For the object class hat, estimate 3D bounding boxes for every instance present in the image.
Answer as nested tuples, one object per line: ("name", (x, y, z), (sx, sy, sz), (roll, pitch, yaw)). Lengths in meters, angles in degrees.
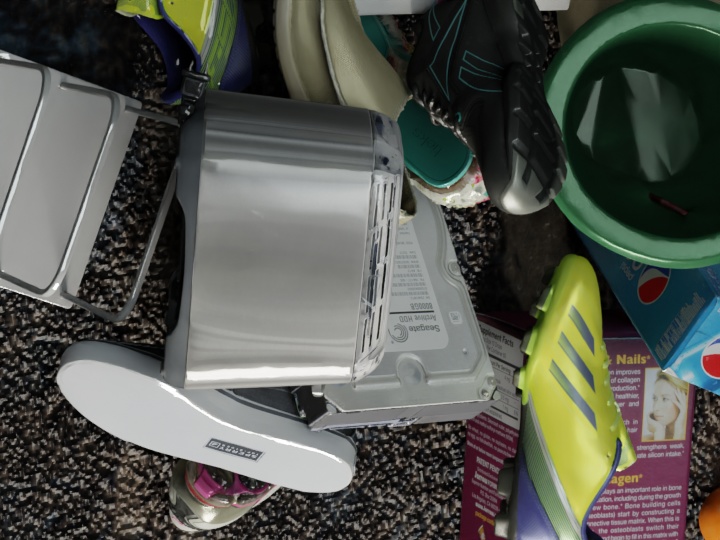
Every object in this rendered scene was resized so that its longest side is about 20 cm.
("hat", (0.174, -0.090, 1.648), (0.200, 0.176, 0.166), (22, 89, -4))

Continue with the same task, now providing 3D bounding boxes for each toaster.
("toaster", (-0.046, -0.023, 1.478), (0.129, 0.114, 0.200), (4, 110, -5))

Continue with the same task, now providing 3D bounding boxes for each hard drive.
("hard drive", (0.000, 0.000, 1.611), (0.139, 0.038, 0.200), (-1, 66, -37))

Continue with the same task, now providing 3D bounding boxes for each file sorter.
("file sorter", (-0.223, -0.063, 1.529), (0.200, 0.124, 0.139), (19, 90, -26))

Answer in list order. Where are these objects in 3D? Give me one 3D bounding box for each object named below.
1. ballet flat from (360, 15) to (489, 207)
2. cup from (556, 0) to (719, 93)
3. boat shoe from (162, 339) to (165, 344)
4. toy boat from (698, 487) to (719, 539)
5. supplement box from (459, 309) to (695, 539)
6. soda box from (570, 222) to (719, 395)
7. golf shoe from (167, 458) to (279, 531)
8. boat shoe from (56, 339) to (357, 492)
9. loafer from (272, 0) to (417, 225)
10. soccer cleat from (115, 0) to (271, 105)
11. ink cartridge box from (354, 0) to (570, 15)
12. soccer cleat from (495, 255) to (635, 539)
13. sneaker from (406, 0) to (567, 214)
("ballet flat", (0.021, -0.109, 1.632), (0.076, 0.200, 0.064), (-42, 152, 11))
("cup", (0.209, -0.173, 1.696), (0.200, 0.200, 0.143), (6, 120, -26))
("boat shoe", (-0.082, 0.020, 1.642), (0.063, 0.073, 0.201), (45, 76, -17))
("toy boat", (0.307, 0.169, 1.838), (0.130, 0.131, 0.200), (-17, 108, 10))
("supplement box", (0.146, 0.132, 1.747), (0.131, 0.103, 0.201), (1, 99, -22))
("soda box", (0.208, 0.000, 1.698), (0.068, 0.200, 0.064), (23, 113, -27))
("golf shoe", (-0.053, 0.096, 1.673), (0.200, 0.092, 0.073), (-37, 83, -34))
("boat shoe", (-0.090, 0.073, 1.568), (0.200, 0.072, 0.068), (19, 52, -20))
("loafer", (-0.005, -0.110, 1.538), (0.068, 0.076, 0.200), (-2, 115, 16))
("soccer cleat", (-0.119, -0.197, 1.589), (0.084, 0.065, 0.201), (-23, 108, -18))
("ink cartridge box", (0.026, -0.215, 1.620), (0.200, 0.115, 0.068), (-4, 122, -24))
("soccer cleat", (0.137, 0.089, 1.629), (0.084, 0.065, 0.201), (9, 104, 7))
("sneaker", (0.073, -0.099, 1.522), (0.079, 0.200, 0.075), (-20, 130, 16))
